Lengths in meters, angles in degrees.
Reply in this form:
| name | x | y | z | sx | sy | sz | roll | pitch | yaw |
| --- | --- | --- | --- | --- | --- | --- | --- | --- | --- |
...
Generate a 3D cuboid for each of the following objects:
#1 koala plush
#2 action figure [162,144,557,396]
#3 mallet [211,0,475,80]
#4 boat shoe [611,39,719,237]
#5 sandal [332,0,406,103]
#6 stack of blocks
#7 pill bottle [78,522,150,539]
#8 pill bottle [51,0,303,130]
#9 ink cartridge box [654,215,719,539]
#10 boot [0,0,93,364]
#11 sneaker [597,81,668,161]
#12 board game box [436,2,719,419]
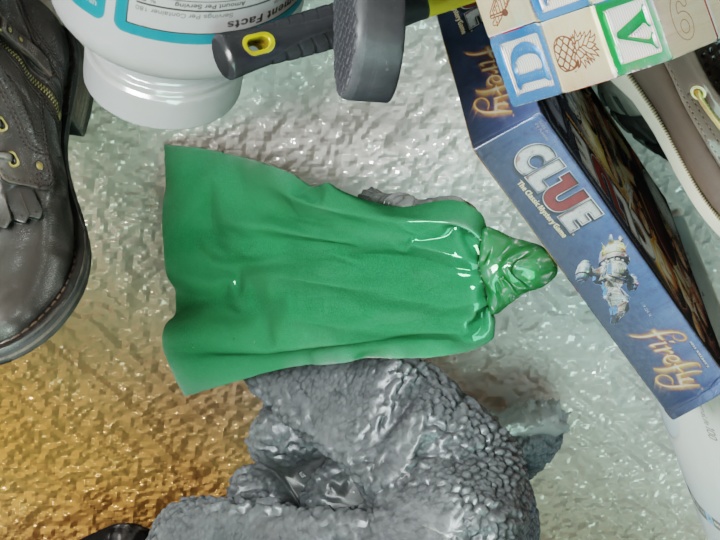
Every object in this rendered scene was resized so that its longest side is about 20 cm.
| name | x | y | z | sx | sy | sz | roll | pitch | yaw |
| --- | --- | --- | --- | --- | --- | --- | --- | --- | --- |
| koala plush | 0.028 | 0.123 | 1.333 | 0.200 | 0.183 | 0.178 | 27 | 84 | -60 |
| action figure | 0.000 | 0.000 | 1.218 | 0.199 | 0.055 | 0.119 | 1 | 103 | 35 |
| mallet | 0.035 | -0.104 | 1.112 | 0.199 | 0.066 | 0.041 | -26 | 176 | -23 |
| boat shoe | 0.169 | -0.074 | 1.192 | 0.200 | 0.072 | 0.059 | 51 | 144 | -5 |
| sandal | 0.013 | -0.164 | 1.073 | 0.043 | 0.201 | 0.076 | 2 | 171 | -9 |
| stack of blocks | 0.081 | -0.174 | 1.013 | 0.058 | 0.201 | 0.115 | -23 | -173 | -41 |
| pill bottle | -0.144 | 0.200 | 1.409 | 0.199 | 0.112 | 0.112 | -25 | 132 | 13 |
| pill bottle | -0.070 | -0.156 | 1.099 | 0.110 | 0.111 | 0.201 | 2 | 132 | -12 |
| ink cartridge box | 0.178 | 0.096 | 1.315 | 0.047 | 0.201 | 0.161 | -18 | 133 | 5 |
| boot | -0.174 | -0.080 | 1.100 | 0.069 | 0.201 | 0.174 | -13 | 142 | 16 |
| sneaker | 0.202 | -0.065 | 1.276 | 0.199 | 0.075 | 0.080 | 25 | 94 | -22 |
| board game box | 0.099 | -0.042 | 1.219 | 0.034 | 0.136 | 0.200 | -27 | 132 | 14 |
